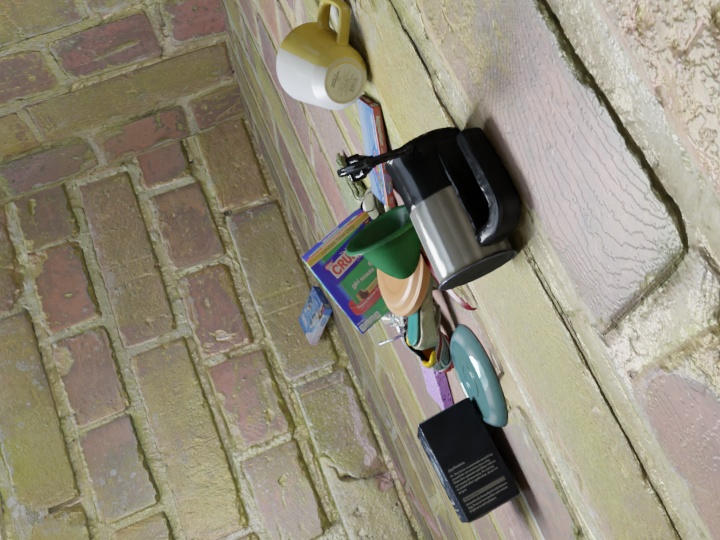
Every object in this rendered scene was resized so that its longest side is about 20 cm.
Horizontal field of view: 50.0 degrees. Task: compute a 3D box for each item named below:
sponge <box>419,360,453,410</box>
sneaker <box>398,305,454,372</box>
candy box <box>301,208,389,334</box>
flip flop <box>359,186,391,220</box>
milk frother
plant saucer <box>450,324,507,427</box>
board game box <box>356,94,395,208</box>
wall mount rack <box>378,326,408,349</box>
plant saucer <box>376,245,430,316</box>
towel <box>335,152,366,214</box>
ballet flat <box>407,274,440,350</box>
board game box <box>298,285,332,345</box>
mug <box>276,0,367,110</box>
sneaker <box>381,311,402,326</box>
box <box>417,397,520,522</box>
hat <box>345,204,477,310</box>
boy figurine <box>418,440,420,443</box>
[{"bbox_3d":[0.163,0.220,1.761,0.112,0.029,0.202,-128,20,-63],"label":"sponge"},{"bbox_3d":[0.120,0.113,1.549,0.082,0.078,0.201,8,-138,-48],"label":"sneaker"},{"bbox_3d":[0.000,0.000,1.634,0.201,0.169,0.077,51,173,-15],"label":"candy box"},{"bbox_3d":[0.028,-0.136,1.660,0.200,0.057,0.082,-156,45,-77],"label":"flip flop"},{"bbox_3d":[0.086,-0.077,1.001,0.181,0.198,0.190,111,136,-71],"label":"milk frother"},{"bbox_3d":[0.212,0.199,1.428,0.200,0.027,0.203,158,91,-80],"label":"plant saucer"},{"bbox_3d":[0.030,-0.232,1.502,0.103,0.019,0.203,-124,21,-60],"label":"board game box"},{"bbox_3d":[0.081,0.098,1.847,0.173,0.074,0.203,-15,-97,-58],"label":"wall mount rack"},{"bbox_3d":[0.076,-0.014,1.476,0.200,0.032,0.204,-178,90,-67],"label":"plant saucer"},{"bbox_3d":[-0.016,-0.181,1.897,0.150,0.036,0.201,77,168,-46],"label":"towel"},{"bbox_3d":[0.123,0.050,1.480,0.067,0.061,0.204,-176,87,-66],"label":"ballet flat"},{"bbox_3d":[-0.214,0.210,3.620,0.201,0.043,0.200,-67,31,21],"label":"board game box"},{"bbox_3d":[-0.068,-0.383,1.425,0.153,0.148,0.188,44,161,52],"label":"mug"},{"bbox_3d":[0.097,0.103,1.687,0.200,0.091,0.077,-136,26,-68],"label":"sneaker"},{"bbox_3d":[0.204,0.374,1.504,0.202,0.116,0.197,62,175,18],"label":"box"},{"bbox_3d":[0.084,-0.002,1.376,0.177,0.164,0.200,58,-169,-16],"label":"hat"},{"bbox_3d":[0.213,0.484,1.968,0.201,0.064,0.125,57,168,41],"label":"boy figurine"}]
